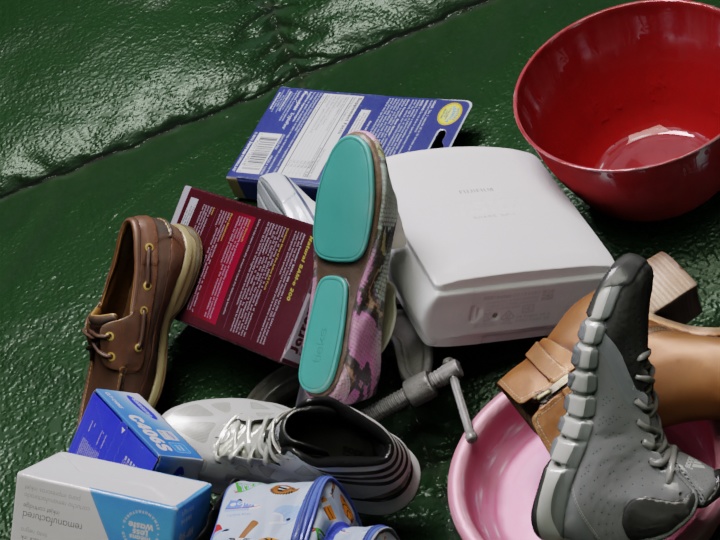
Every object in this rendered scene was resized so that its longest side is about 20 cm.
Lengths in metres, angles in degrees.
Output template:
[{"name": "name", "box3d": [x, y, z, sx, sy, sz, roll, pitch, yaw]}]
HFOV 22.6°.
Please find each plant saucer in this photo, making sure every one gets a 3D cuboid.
[{"name": "plant saucer", "box3d": [0.162, 0.150, 1.257, 0.199, 0.051, 0.201, -12, 43, 12]}]

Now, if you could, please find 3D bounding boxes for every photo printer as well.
[{"name": "photo printer", "box3d": [0.090, -0.028, 1.413, 0.165, 0.070, 0.200, -5, 37, -18]}]

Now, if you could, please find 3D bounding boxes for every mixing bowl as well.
[{"name": "mixing bowl", "box3d": [0.230, -0.113, 1.447, 0.199, 0.109, 0.201, -11, 45, 11]}]

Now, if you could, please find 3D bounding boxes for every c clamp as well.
[{"name": "c clamp", "box3d": [-0.010, 0.100, 1.363, 0.199, 0.027, 0.171, -26, 37, 18]}]

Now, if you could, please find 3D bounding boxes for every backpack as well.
[{"name": "backpack", "box3d": [-0.041, 0.229, 1.168, 0.153, 0.201, 0.191, -6, 41, 7]}]

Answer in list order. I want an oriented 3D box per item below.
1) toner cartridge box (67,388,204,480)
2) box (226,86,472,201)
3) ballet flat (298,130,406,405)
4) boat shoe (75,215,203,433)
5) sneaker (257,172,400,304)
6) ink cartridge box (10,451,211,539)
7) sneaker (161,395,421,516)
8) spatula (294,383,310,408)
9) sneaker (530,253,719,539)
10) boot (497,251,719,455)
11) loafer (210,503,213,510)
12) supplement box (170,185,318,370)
[{"name": "toner cartridge box", "box3d": [-0.186, 0.195, 1.273, 0.095, 0.043, 0.201, 37, 109, 42]}, {"name": "box", "box3d": [-0.006, -0.106, 1.592, 0.199, 0.032, 0.121, 7, 51, 29]}, {"name": "ballet flat", "box3d": [0.000, 0.000, 1.324, 0.069, 0.071, 0.201, 8, 92, 45]}, {"name": "boat shoe", "box3d": [-0.191, 0.052, 1.432, 0.072, 0.067, 0.201, 14, 85, 48]}, {"name": "sneaker", "box3d": [-0.025, -0.019, 1.499, 0.070, 0.073, 0.200, -12, 39, -24]}, {"name": "ink cartridge box", "box3d": [-0.172, 0.233, 1.194, 0.115, 0.201, 0.068, 10, 10, 15]}, {"name": "sneaker", "box3d": [-0.061, 0.110, 1.258, 0.199, 0.116, 0.076, 8, 65, 15]}, {"name": "spatula", "box3d": [-0.056, 0.161, 1.313, 0.056, 0.021, 0.201, 2, 65, 29]}, {"name": "sneaker", "box3d": [0.188, 0.096, 1.156, 0.115, 0.201, 0.075, 19, 17, 20]}, {"name": "boot", "box3d": [0.196, 0.089, 1.216, 0.155, 0.077, 0.200, -36, 55, -5]}, {"name": "loafer", "box3d": [-0.150, 0.188, 1.331, 0.200, 0.072, 0.063, 34, 106, 53]}, {"name": "supplement box", "box3d": [-0.083, 0.007, 1.433, 0.200, 0.061, 0.109, 19, 87, 49]}]
